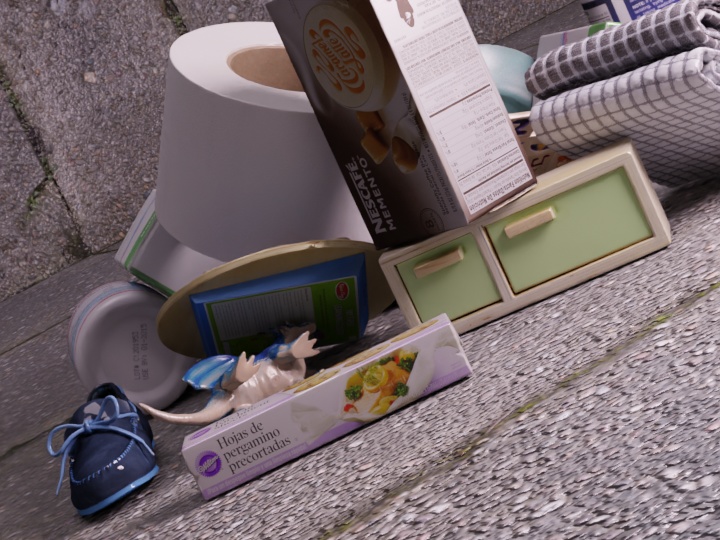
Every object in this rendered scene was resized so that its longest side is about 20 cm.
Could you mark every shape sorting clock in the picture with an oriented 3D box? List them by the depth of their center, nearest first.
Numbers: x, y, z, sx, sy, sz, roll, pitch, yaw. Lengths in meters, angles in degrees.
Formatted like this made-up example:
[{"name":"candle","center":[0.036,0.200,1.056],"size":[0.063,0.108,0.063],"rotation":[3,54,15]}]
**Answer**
[{"name":"shape sorting clock","center":[-0.061,0.023,1.418],"size":[0.199,0.039,0.200],"rotation":[-9,-23,-4]}]

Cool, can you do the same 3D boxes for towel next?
[{"name":"towel","center":[0.245,-0.136,1.371],"size":[0.199,0.086,0.165],"rotation":[10,-21,-44]}]

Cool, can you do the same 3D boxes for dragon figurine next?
[{"name":"dragon figurine","center":[-0.090,0.089,1.339],"size":[0.199,0.059,0.099],"rotation":[-27,5,-37]}]

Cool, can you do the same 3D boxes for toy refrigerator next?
[{"name":"toy refrigerator","center":[0.120,-0.019,1.329],"size":[0.199,0.076,0.070],"rotation":[-23,9,14]}]

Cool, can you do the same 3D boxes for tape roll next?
[{"name":"tape roll","center":[-0.063,-0.103,1.482],"size":[0.201,0.140,0.203],"rotation":[8,26,-4]}]

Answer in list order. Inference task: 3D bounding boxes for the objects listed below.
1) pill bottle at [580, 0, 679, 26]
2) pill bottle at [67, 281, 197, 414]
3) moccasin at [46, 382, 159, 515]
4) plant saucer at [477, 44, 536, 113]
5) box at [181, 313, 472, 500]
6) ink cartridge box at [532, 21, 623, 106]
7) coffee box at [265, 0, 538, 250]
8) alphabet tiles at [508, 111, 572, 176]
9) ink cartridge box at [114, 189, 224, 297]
[{"name":"pill bottle","center":[0.295,-0.267,1.881],"size":[0.115,0.201,0.116],"rotation":[-24,9,4]},{"name":"pill bottle","center":[-0.213,0.066,1.666],"size":[0.108,0.109,0.200],"rotation":[-27,8,-9]},{"name":"moccasin","center":[-0.199,0.131,1.373],"size":[0.080,0.069,0.200],"rotation":[-26,9,-6]},{"name":"plant saucer","center":[0.104,-0.126,1.767],"size":[0.199,0.200,0.036],"rotation":[-25,43,6]},{"name":"box","center":[-0.022,0.090,1.210],"size":[0.199,0.039,0.041],"rotation":[-25,7,3]},{"name":"ink cartridge box","center":[0.253,-0.173,1.651],"size":[0.144,0.085,0.200],"rotation":[4,3,-12]},{"name":"coffee box","center":[0.029,-0.128,1.312],"size":[0.080,0.201,0.114],"rotation":[-30,10,-35]},{"name":"alphabet tiles","center":[0.107,-0.089,1.614],"size":[0.199,0.008,0.167],"rotation":[-10,-28,-19]},{"name":"ink cartridge box","center":[-0.137,-0.004,1.645],"size":[0.088,0.145,0.200],"rotation":[-61,11,-5]}]
